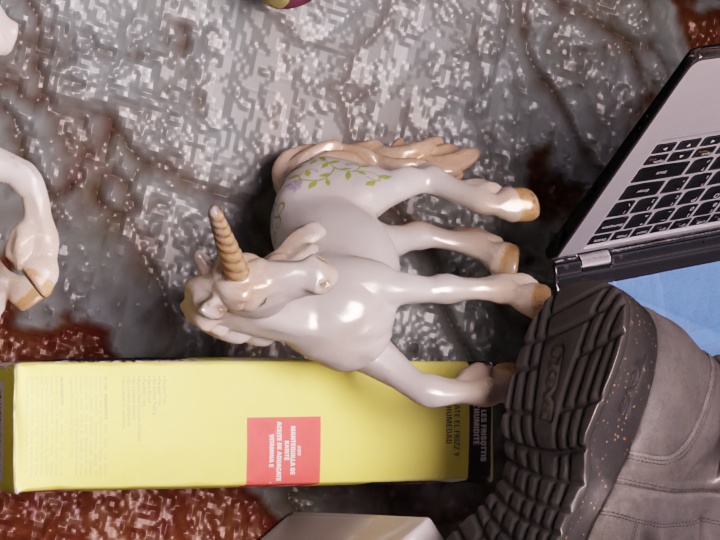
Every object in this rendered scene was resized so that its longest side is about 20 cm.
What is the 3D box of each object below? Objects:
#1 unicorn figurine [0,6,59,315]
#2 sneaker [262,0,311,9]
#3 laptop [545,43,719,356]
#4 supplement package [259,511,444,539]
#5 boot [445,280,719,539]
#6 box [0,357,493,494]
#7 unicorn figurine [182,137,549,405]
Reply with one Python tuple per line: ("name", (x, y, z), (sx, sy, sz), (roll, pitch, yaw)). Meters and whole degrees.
("unicorn figurine", (-0.169, -0.036, 1.068), (0.200, 0.074, 0.138), (-32, 91, -19))
("sneaker", (0.030, -0.177, 1.181), (0.090, 0.075, 0.201), (33, 74, -17))
("laptop", (0.181, 0.008, 1.146), (0.186, 0.200, 0.116), (-11, 60, -32))
("supplement package", (0.011, 0.207, 1.126), (0.121, 0.120, 0.200), (-39, 104, -24))
("boot", (0.095, 0.114, 1.073), (0.131, 0.070, 0.201), (28, 87, -38))
("box", (-0.051, 0.058, 1.128), (0.199, 0.075, 0.050), (2, 87, -28))
("unicorn figurine", (0.000, 0.000, 1.101), (0.137, 0.200, 0.074), (10, 104, -8))
